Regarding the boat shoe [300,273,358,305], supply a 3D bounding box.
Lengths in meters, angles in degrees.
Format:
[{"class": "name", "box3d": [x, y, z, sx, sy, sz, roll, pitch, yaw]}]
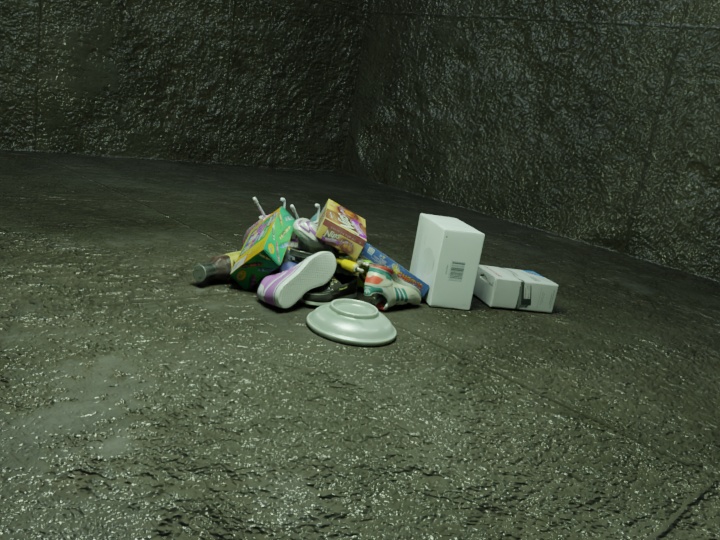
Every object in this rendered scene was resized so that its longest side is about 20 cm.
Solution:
[{"class": "boat shoe", "box3d": [-0.072, 0.040, 1.591, 0.070, 0.062, 0.200, 18, 16, 28]}]

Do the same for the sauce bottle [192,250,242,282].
[{"class": "sauce bottle", "box3d": [-0.321, -0.006, 1.599, 0.065, 0.068, 0.199, 16, 17, 24]}]

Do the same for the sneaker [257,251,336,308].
[{"class": "sneaker", "box3d": [-0.151, 0.011, 1.526, 0.113, 0.074, 0.199, 6, 30, 45]}]

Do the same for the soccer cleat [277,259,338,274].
[{"class": "soccer cleat", "box3d": [-0.113, 0.019, 1.652, 0.197, 0.065, 0.084, 3, 41, -39]}]

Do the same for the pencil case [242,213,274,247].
[{"class": "pencil case", "box3d": [-0.257, -0.093, 1.806, 0.085, 0.090, 0.199, 3, -12, -25]}]

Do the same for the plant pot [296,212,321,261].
[{"class": "plant pot", "box3d": [-0.094, -0.092, 1.948, 0.195, 0.138, 0.200, 9, 13, -2]}]

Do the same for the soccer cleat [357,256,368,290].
[{"class": "soccer cleat", "box3d": [-0.001, 0.000, 1.753, 0.196, 0.086, 0.065, 14, 14, 15]}]

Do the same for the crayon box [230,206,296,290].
[{"class": "crayon box", "box3d": [-0.230, -0.056, 1.600, 0.058, 0.118, 0.202, 45, 29, -21]}]

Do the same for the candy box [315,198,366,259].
[{"class": "candy box", "box3d": [-0.046, -0.106, 1.655, 0.115, 0.057, 0.200, 29, 15, -9]}]

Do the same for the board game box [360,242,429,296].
[{"class": "board game box", "box3d": [0.075, -0.010, 1.730, 0.198, 0.035, 0.135, 34, 1, -17]}]

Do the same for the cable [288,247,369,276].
[{"class": "cable", "box3d": [-0.072, -0.033, 1.622, 0.196, 0.051, 0.097, 21, 16, 8]}]

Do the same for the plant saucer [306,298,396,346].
[{"class": "plant saucer", "box3d": [-0.016, 0.100, 1.418, 0.195, 0.052, 0.200, 9, 13, -2]}]

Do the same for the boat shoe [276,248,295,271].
[{"class": "boat shoe", "box3d": [-0.214, -0.026, 1.729, 0.064, 0.076, 0.200, -2, -5, 3]}]

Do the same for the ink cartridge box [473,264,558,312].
[{"class": "ink cartridge box", "box3d": [0.424, 0.049, 1.862, 0.195, 0.086, 0.145, 7, 13, -18]}]

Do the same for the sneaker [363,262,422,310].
[{"class": "sneaker", "box3d": [0.073, 0.059, 1.622, 0.069, 0.095, 0.199, 9, -18, 42]}]

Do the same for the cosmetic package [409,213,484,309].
[{"class": "cosmetic package", "box3d": [0.223, -0.027, 1.775, 0.120, 0.204, 0.200, 6, 15, -17]}]

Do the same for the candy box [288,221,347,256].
[{"class": "candy box", "box3d": [-0.112, -0.087, 1.839, 0.195, 0.027, 0.104, 3, 54, 16]}]

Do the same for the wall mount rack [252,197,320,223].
[{"class": "wall mount rack", "box3d": [-0.198, -0.156, 1.800, 0.196, 0.077, 0.173, 12, 13, 21]}]

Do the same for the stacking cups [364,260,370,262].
[{"class": "stacking cups", "box3d": [-0.031, -0.004, 1.831, 0.195, 0.062, 0.061, 4, 14, -3]}]

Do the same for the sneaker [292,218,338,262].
[{"class": "sneaker", "box3d": [-0.127, -0.059, 1.674, 0.200, 0.098, 0.076, 43, 18, -59]}]
